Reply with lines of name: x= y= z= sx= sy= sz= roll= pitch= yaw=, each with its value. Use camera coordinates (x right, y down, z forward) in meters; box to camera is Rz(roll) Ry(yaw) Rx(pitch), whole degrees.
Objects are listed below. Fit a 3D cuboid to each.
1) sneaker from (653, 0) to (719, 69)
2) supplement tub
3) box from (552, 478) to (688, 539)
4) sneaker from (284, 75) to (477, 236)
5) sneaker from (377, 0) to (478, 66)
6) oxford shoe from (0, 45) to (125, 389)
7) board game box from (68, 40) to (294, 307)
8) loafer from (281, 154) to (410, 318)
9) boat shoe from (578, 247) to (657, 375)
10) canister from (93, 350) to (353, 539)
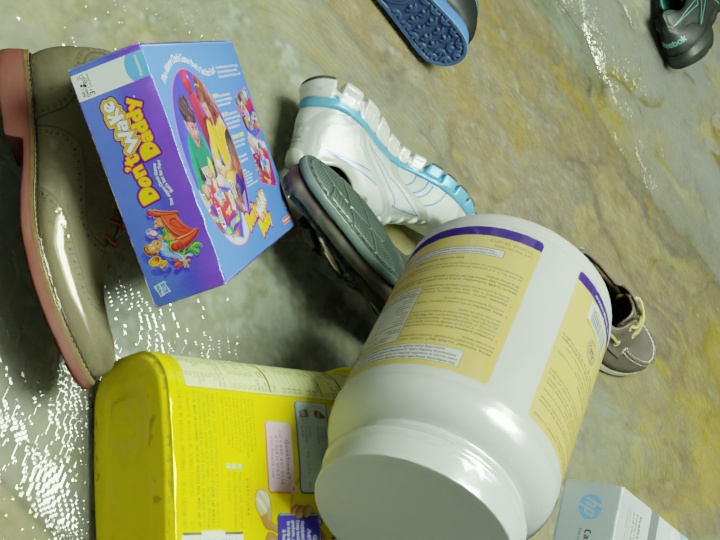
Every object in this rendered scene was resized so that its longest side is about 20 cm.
sneaker: x=0.411 y=-0.339 z=1.477 sx=0.079 sy=0.075 sz=0.201 roll=48 pitch=45 yaw=-25
supplement tub: x=0.065 y=0.079 z=0.732 sx=0.146 sy=0.144 sz=0.201 roll=52 pitch=44 yaw=-24
box: x=0.164 y=0.233 z=0.724 sx=0.200 sy=0.041 sz=0.158 roll=40 pitch=60 yaw=-49
sneaker: x=0.011 y=-0.058 z=0.924 sx=0.199 sy=0.074 sz=0.088 roll=36 pitch=65 yaw=-33
sneaker: x=0.038 y=-0.273 z=1.024 sx=0.201 sy=0.069 sz=0.078 roll=53 pitch=39 yaw=-32
oxford shoe: x=-0.158 y=-0.036 z=0.683 sx=0.074 sy=0.070 sz=0.203 roll=-11 pitch=85 yaw=-11
board game box: x=-0.100 y=-0.069 z=0.728 sx=0.200 sy=0.044 sz=0.136 roll=-54 pitch=125 yaw=-77
loafer: x=0.000 y=0.000 z=0.870 sx=0.200 sy=0.063 sz=0.072 roll=45 pitch=20 yaw=-36
boat shoe: x=0.238 y=0.042 z=1.153 sx=0.199 sy=0.059 sz=0.073 roll=39 pitch=50 yaw=-35
canister: x=-0.064 y=0.130 z=0.746 sx=0.198 sy=0.086 sz=0.151 roll=12 pitch=67 yaw=-45
